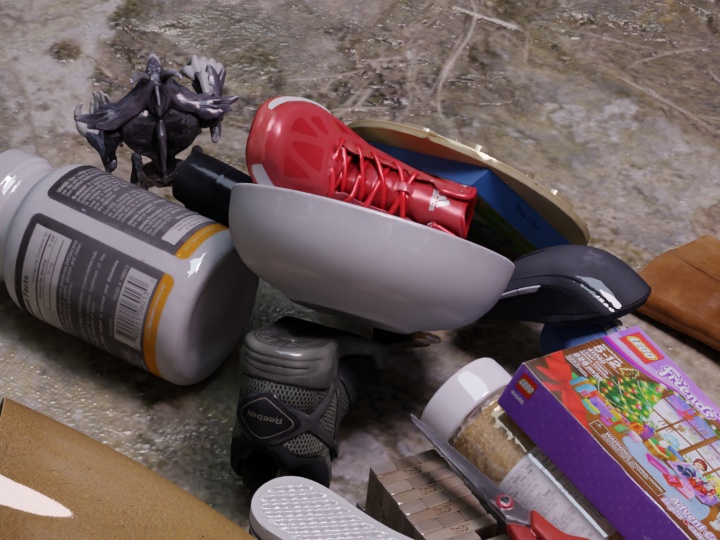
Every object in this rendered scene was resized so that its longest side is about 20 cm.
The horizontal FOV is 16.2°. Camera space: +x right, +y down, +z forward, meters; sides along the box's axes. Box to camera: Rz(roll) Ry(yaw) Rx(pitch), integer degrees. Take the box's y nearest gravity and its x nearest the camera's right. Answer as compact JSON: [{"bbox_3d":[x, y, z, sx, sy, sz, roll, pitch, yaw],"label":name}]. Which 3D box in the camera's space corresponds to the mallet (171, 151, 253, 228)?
[{"bbox_3d":[-0.088,-0.057,1.864,0.066,0.041,0.200,27,5,6],"label":"mallet"}]

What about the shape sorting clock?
[{"bbox_3d":[0.079,-0.063,1.870,0.199,0.200,0.039,25,80,23],"label":"shape sorting clock"}]

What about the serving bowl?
[{"bbox_3d":[0.000,0.000,1.708,0.199,0.066,0.200,17,-4,1],"label":"serving bowl"}]

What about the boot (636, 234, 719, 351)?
[{"bbox_3d":[0.327,0.029,1.890,0.188,0.069,0.200,-29,41,-28],"label":"boot"}]

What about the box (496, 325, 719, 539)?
[{"bbox_3d":[0.198,0.126,1.617,0.200,0.039,0.137,47,34,22],"label":"box"}]

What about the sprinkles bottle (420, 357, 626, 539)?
[{"bbox_3d":[0.126,0.146,1.630,0.068,0.068,0.200,-27,63,-37],"label":"sprinkles bottle"}]

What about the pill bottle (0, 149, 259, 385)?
[{"bbox_3d":[-0.181,-0.007,1.791,0.199,0.117,0.116,24,39,23],"label":"pill bottle"}]

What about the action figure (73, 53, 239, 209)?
[{"bbox_3d":[-0.150,-0.103,1.853,0.118,0.200,0.102,-11,56,-9],"label":"action figure"}]

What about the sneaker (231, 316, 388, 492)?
[{"bbox_3d":[-0.038,0.094,1.710,0.076,0.115,0.199,14,9,12],"label":"sneaker"}]

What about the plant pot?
[{"bbox_3d":[-0.144,0.191,1.495,0.199,0.187,0.187,17,35,-9],"label":"plant pot"}]

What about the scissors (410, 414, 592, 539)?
[{"bbox_3d":[0.103,0.154,1.591,0.073,0.014,0.200,-17,49,-20],"label":"scissors"}]

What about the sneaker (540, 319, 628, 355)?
[{"bbox_3d":[0.150,0.097,1.734,0.089,0.079,0.200,1,36,-12],"label":"sneaker"}]

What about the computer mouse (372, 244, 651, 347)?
[{"bbox_3d":[0.098,0.016,1.795,0.140,0.046,0.199,-26,20,-40],"label":"computer mouse"}]

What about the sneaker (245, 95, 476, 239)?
[{"bbox_3d":[0.014,-0.066,1.749,0.115,0.079,0.200,11,-5,34],"label":"sneaker"}]

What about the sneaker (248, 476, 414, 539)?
[{"bbox_3d":[0.012,0.208,1.559,0.200,0.080,0.078,34,47,30],"label":"sneaker"}]

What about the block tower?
[{"bbox_3d":[0.068,0.193,1.608,0.054,0.058,0.200,-14,39,-27],"label":"block tower"}]
